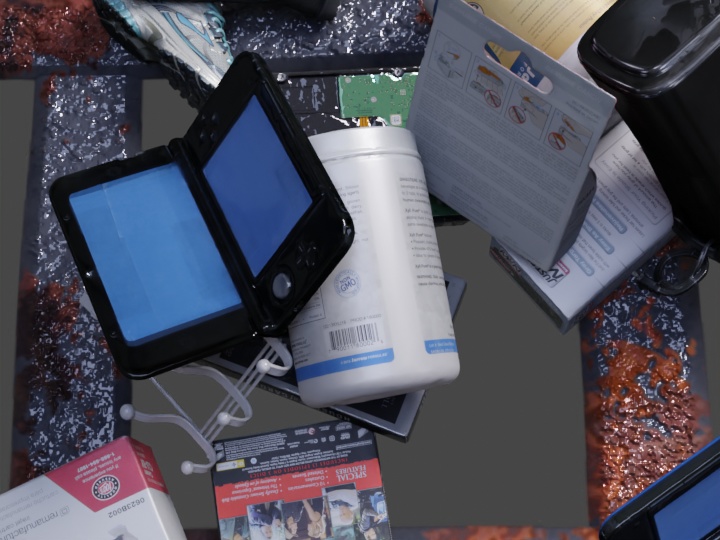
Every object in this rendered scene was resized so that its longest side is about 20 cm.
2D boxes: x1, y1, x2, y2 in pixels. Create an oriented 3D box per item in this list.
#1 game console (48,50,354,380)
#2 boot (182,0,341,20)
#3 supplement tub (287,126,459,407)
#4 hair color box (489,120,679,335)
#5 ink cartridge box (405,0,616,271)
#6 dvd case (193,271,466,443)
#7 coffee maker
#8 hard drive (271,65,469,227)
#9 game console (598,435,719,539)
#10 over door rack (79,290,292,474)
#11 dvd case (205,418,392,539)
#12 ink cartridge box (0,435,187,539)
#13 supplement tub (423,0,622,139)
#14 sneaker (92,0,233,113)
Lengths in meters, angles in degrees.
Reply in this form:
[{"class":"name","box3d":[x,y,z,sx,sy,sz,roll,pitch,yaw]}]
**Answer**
[{"class":"game console","box3d":[-0.124,-0.046,0.983,0.176,0.116,0.201,-50,55,32]},{"class":"boot","box3d":[-0.099,-0.301,1.133,0.198,0.166,0.066,7,39,-18]},{"class":"supplement tub","box3d":[0.000,0.000,1.037,0.131,0.132,0.202,-9,82,1]},{"class":"hair color box","box3d":[0.216,-0.050,1.127,0.200,0.061,0.099,-40,76,-8]},{"class":"ink cartridge box","box3d":[0.116,-0.112,1.020,0.160,0.201,0.047,36,54,17]},{"class":"dvd case","box3d":[-0.026,0.044,1.125,0.198,0.025,0.151,19,70,10]},{"class":"coffee maker","box3d":[0.257,-0.108,0.992,0.134,0.200,0.193,11,63,48]},{"class":"hard drive","box3d":[-0.007,-0.103,1.136,0.198,0.038,0.141,-5,85,-10]},{"class":"game console","box3d":[0.307,0.221,1.025,0.199,0.171,0.118,-34,49,-6]},{"class":"over door rack","box3d":[-0.156,0.049,1.071,0.201,0.066,0.148,54,126,20]},{"class":"dvd case","box3d":[-0.044,0.230,1.087,0.144,0.022,0.202,-10,73,0]},{"class":"ink cartridge box","box3d":[-0.206,0.258,1.056,0.144,0.083,0.201,-25,75,-4]},{"class":"supplement tub","box3d":[0.166,-0.213,1.129,0.144,0.145,0.200,-40,76,-7]},{"class":"sneaker","box3d":[-0.148,-0.211,1.184,0.200,0.078,0.086,42,74,10]}]
